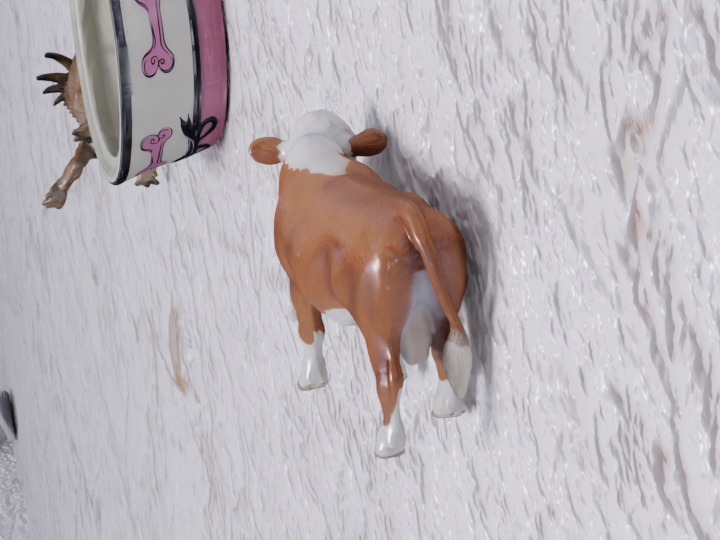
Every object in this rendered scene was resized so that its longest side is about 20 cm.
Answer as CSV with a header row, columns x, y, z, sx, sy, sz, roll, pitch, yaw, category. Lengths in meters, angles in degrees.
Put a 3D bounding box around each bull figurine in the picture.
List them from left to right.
x,y,z,sx,sy,sz,roll,pitch,yaw,category
0.000,0.000,0.963,0.200,0.065,0.123,-137,37,-71,bull figurine

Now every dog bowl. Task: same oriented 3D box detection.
x,y,z,sx,sy,sz,roll,pitch,yaw,category
-0.138,-0.159,1.397,0.200,0.073,0.202,171,90,-77,dog bowl

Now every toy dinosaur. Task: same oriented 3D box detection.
x,y,z,sx,sy,sz,roll,pitch,yaw,category
-0.191,-0.134,1.611,0.200,0.085,0.137,120,147,-59,toy dinosaur

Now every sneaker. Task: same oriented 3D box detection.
x,y,z,sx,sy,sz,roll,pitch,yaw,category
-0.576,0.236,3.336,0.200,0.081,0.075,128,132,-71,sneaker
